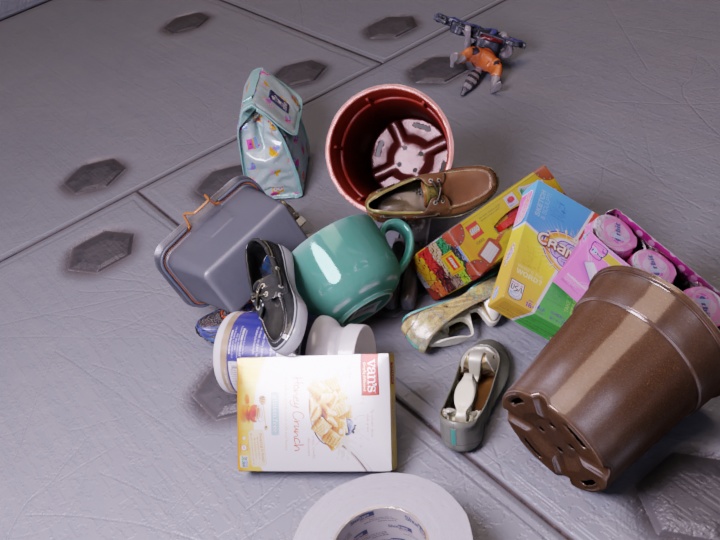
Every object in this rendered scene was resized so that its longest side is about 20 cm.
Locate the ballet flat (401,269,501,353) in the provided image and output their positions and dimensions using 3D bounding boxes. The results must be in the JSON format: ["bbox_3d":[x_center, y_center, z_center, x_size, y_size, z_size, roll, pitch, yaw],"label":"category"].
[{"bbox_3d":[0.155,0.060,1.279,0.200,0.071,0.071,-24,38,-14],"label":"ballet flat"}]

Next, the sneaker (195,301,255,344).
[{"bbox_3d":[-0.160,0.044,1.379,0.200,0.079,0.075,-27,38,-18],"label":"sneaker"}]

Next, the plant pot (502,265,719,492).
[{"bbox_3d":[0.281,0.132,1.047,0.198,0.200,0.200,-40,43,-19],"label":"plant pot"}]

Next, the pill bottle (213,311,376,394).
[{"bbox_3d":[-0.087,0.116,1.232,0.200,0.116,0.116,2,39,18],"label":"pill bottle"}]

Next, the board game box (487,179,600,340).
[{"bbox_3d":[0.268,-0.004,1.227,0.153,0.040,0.200,28,59,-10],"label":"board game box"}]

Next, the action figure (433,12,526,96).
[{"bbox_3d":[0.228,-0.449,1.882,0.200,0.105,0.194,22,39,5],"label":"action figure"}]

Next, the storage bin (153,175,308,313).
[{"bbox_3d":[-0.180,-0.038,1.322,0.200,0.146,0.134,-45,33,-18],"label":"storage bin"}]

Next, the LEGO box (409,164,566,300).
[{"bbox_3d":[0.186,-0.053,1.331,0.200,0.077,0.149,-34,-1,-27],"label":"LEGO box"}]

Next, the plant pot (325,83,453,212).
[{"bbox_3d":[0.065,-0.188,1.482,0.200,0.201,0.195,-3,2,14],"label":"plant pot"}]

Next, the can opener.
[{"bbox_3d":[0.075,-0.014,1.412,0.053,0.067,0.200,2,52,14],"label":"can opener"}]

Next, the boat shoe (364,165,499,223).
[{"bbox_3d":[0.105,-0.108,1.341,0.200,0.072,0.068,-16,-4,12],"label":"boat shoe"}]

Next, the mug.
[{"bbox_3d":[-0.007,0.002,1.289,0.185,0.152,0.115,-35,74,11],"label":"mug"}]

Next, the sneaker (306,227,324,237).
[{"bbox_3d":[-0.042,-0.033,1.447,0.199,0.070,0.093,2,45,24],"label":"sneaker"}]

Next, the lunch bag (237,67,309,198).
[{"bbox_3d":[-0.165,-0.252,1.664,0.122,0.200,0.170,-8,36,8],"label":"lunch bag"}]

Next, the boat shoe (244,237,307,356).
[{"bbox_3d":[-0.117,0.031,1.184,0.069,0.057,0.200,-48,33,23],"label":"boat shoe"}]

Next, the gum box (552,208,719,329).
[{"bbox_3d":[0.346,0.025,1.140,0.200,0.114,0.066,42,56,11],"label":"gum box"}]

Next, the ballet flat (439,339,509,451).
[{"bbox_3d":[0.148,0.142,1.167,0.067,0.064,0.200,3,40,21],"label":"ballet flat"}]

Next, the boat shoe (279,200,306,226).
[{"bbox_3d":[-0.173,-0.046,1.493,0.060,0.072,0.202,48,52,0],"label":"boat shoe"}]

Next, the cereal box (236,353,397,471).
[{"bbox_3d":[-0.055,0.177,1.136,0.200,0.040,0.144,-4,82,14],"label":"cereal box"}]

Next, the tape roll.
[{"bbox_3d":[0.026,0.315,0.979,0.200,0.066,0.200,-9,37,7],"label":"tape roll"}]
